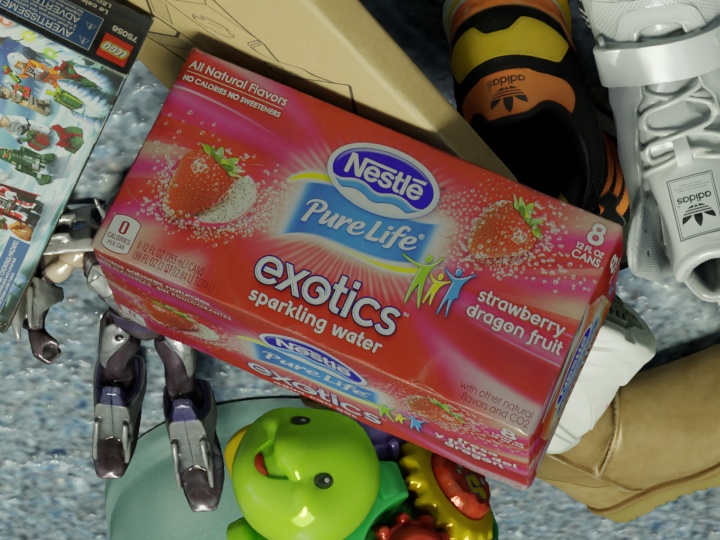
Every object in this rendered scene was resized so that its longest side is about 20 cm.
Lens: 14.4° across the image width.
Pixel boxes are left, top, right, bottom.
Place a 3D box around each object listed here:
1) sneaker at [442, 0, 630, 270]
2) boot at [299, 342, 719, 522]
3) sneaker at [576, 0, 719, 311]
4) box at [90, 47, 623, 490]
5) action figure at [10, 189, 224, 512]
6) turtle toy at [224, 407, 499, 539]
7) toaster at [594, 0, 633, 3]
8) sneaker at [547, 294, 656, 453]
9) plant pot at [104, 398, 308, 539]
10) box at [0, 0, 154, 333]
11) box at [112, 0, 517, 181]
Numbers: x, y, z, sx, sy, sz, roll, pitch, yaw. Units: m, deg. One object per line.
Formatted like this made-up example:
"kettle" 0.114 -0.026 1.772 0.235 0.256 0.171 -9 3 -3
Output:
"sneaker" 0.083 -0.042 1.273 0.070 0.090 0.200 -12 141 14
"boot" 0.097 0.056 1.426 0.199 0.066 0.175 24 136 -27
"sneaker" 0.139 -0.070 1.217 0.075 0.115 0.200 -11 142 11
"box" 0.000 0.000 1.185 0.199 0.100 0.096 23 164 10
"action figure" -0.103 0.029 1.383 0.129 0.070 0.201 5 139 7
"turtle toy" 0.003 0.121 1.361 0.101 0.146 0.200 -38 146 23
"toaster" 0.099 -0.187 1.064 0.129 0.114 0.200 -23 140 30
"sneaker" 0.032 0.027 1.326 0.199 0.078 0.100 27 106 -4
"plant pot" -0.039 0.179 1.527 0.199 0.135 0.201 -1 143 -1
"box" -0.185 -0.066 1.243 0.136 0.040 0.200 26 139 -5
"box" -0.044 -0.095 1.189 0.163 0.021 0.200 14 157 42
